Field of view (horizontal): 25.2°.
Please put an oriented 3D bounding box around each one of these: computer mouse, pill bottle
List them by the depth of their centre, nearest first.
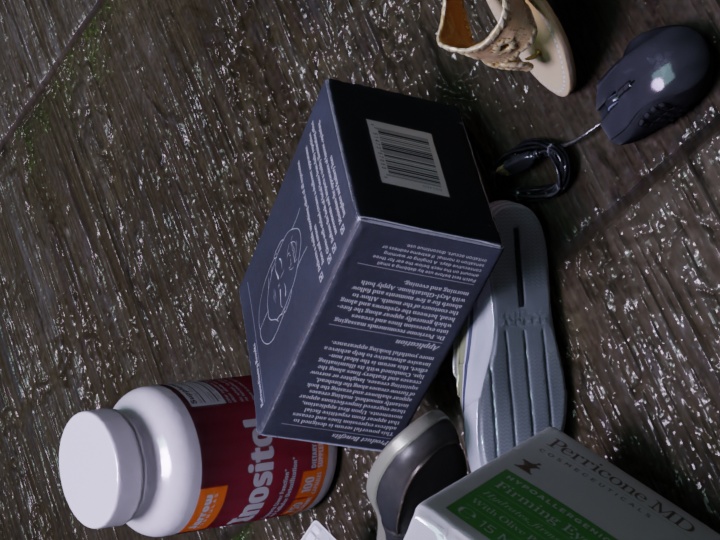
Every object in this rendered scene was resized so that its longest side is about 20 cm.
[{"bbox_3d":[0.146,-0.096,1.031,0.200,0.034,0.059,-36,66,45],"label":"computer mouse"},{"bbox_3d":[-0.124,0.142,1.235,0.112,0.198,0.115,5,96,49],"label":"pill bottle"}]

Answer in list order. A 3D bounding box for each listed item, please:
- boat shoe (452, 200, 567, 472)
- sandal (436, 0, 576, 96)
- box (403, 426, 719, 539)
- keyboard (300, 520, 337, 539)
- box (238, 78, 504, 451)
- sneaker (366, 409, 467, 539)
[{"bbox_3d":[0.095,0.056,1.086,0.062,0.071,0.203,165,107,-66],"label":"boat shoe"},{"bbox_3d":[0.070,-0.167,0.990,0.078,0.069,0.213,40,165,39],"label":"sandal"},{"bbox_3d":[0.119,0.241,0.944,0.198,0.171,0.202,31,116,24],"label":"box"},{"bbox_3d":[0.012,0.260,1.146,0.056,0.011,0.200,-51,53,2],"label":"keyboard"},{"bbox_3d":[0.000,0.000,1.106,0.149,0.106,0.201,-103,31,-46],"label":"box"},{"bbox_3d":[0.064,0.182,1.088,0.106,0.074,0.201,44,155,30],"label":"sneaker"}]
